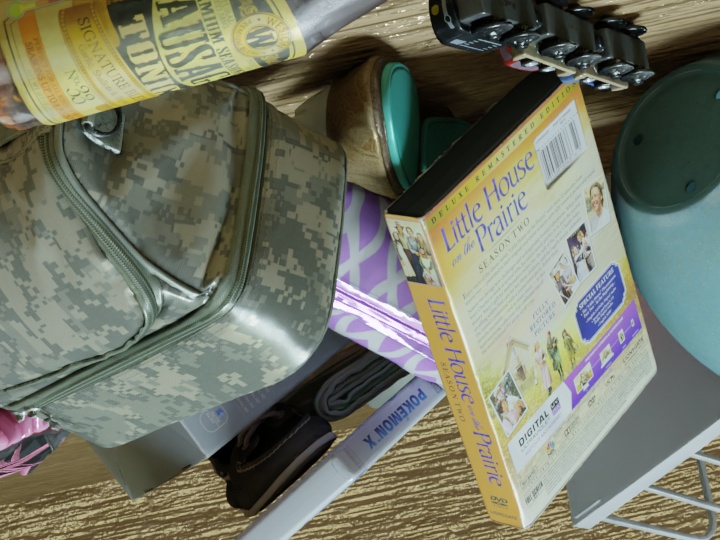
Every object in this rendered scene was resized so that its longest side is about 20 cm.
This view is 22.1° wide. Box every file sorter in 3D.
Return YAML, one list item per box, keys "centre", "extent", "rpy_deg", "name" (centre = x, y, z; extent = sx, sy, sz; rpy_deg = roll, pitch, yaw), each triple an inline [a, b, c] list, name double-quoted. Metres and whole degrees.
- centre: [0.234, 0.073, 1.195]
  extent: [0.124, 0.139, 0.200]
  rpy_deg: [17, 139, -27]
  name: "file sorter"

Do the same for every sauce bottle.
- centre: [-0.045, -0.104, 0.662]
  extent: [0.200, 0.066, 0.066]
  rpy_deg: [-16, 170, 11]
  name: "sauce bottle"

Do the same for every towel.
- centre: [-0.001, 0.053, 1.229]
  extent: [0.149, 0.031, 0.200]
  rpy_deg: [-32, -173, -19]
  name: "towel"

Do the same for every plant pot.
- centre: [0.219, -0.047, 1.041]
  extent: [0.200, 0.200, 0.135]
  rpy_deg: [-21, 143, 40]
  name: "plant pot"

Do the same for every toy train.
- centre: [0.089, -0.110, 0.885]
  extent: [0.046, 0.034, 0.200]
  rpy_deg: [-14, 171, 30]
  name: "toy train"

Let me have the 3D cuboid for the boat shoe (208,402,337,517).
- centre: [-0.064, 0.114, 1.148]
  extent: [0.067, 0.057, 0.200]
  rpy_deg: [-41, 177, -17]
  name: "boat shoe"

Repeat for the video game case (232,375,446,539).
- centre: [-0.032, 0.136, 1.111]
  extent: [0.200, 0.022, 0.182]
  rpy_deg: [-45, 176, 31]
  name: "video game case"

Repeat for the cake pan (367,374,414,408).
- centre: [0.076, 0.043, 1.316]
  extent: [0.200, 0.037, 0.200]
  rpy_deg: [-25, -173, 3]
  name: "cake pan"

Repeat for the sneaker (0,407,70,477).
- centre: [-0.210, 0.085, 0.953]
  extent: [0.095, 0.079, 0.200]
  rpy_deg: [-49, 162, 19]
  name: "sneaker"

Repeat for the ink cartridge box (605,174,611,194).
- centre: [0.119, -0.018, 1.251]
  extent: [0.162, 0.050, 0.200]
  rpy_deg: [-13, -168, -1]
  name: "ink cartridge box"

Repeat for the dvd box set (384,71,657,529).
- centre: [0.090, 0.015, 0.974]
  extent: [0.029, 0.200, 0.146]
  rpy_deg: [8, -140, 40]
  name: "dvd box set"

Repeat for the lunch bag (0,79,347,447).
- centre: [-0.130, -0.015, 0.870]
  extent: [0.168, 0.139, 0.200]
  rpy_deg: [31, 143, -34]
  name: "lunch bag"

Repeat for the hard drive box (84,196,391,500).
- centre: [-0.070, 0.043, 1.148]
  extent: [0.200, 0.077, 0.156]
  rpy_deg: [-39, -178, -27]
  name: "hard drive box"

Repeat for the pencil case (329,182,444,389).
- centre: [0.000, 0.000, 1.037]
  extent: [0.200, 0.086, 0.084]
  rpy_deg: [26, 114, -26]
  name: "pencil case"

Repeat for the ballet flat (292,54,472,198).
- centre: [0.006, -0.070, 0.964]
  extent: [0.072, 0.068, 0.200]
  rpy_deg: [0, 179, 16]
  name: "ballet flat"
